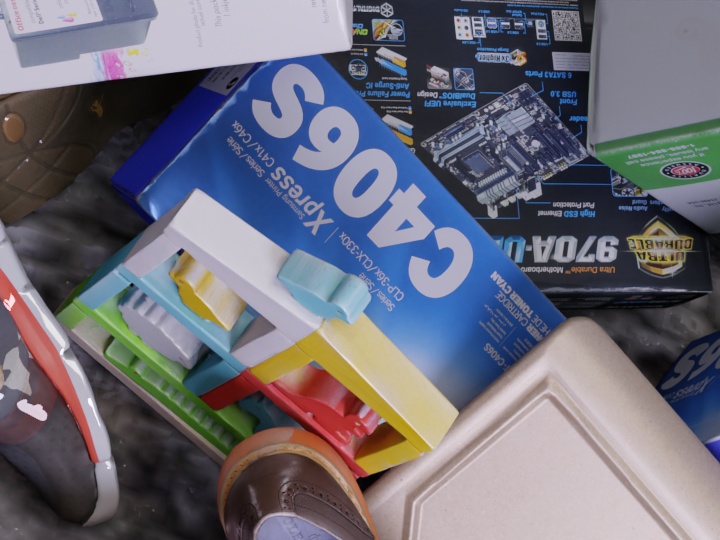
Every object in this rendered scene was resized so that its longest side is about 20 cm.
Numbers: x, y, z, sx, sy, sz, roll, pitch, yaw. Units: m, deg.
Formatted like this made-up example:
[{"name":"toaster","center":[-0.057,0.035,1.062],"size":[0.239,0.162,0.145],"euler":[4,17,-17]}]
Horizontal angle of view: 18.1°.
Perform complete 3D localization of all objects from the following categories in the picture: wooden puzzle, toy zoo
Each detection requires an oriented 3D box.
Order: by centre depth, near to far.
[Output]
[{"name":"toy zoo","center":[-0.042,0.033,0.885],"size":[0.131,0.200,0.021],"euler":[41,65,-10]},{"name":"wooden puzzle","center":[0.074,0.147,0.936],"size":[0.200,0.037,0.185],"euler":[-41,98,4]}]

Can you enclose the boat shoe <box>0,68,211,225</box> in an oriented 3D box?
[{"name":"boat shoe","center":[-0.140,-0.079,0.951],"size":[0.200,0.072,0.067],"euler":[-37,60,-22]}]

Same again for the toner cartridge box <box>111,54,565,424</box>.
[{"name":"toner cartridge box","center":[0.000,0.000,0.938],"size":[0.095,0.043,0.200],"euler":[-47,113,-5]}]

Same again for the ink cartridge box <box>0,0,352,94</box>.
[{"name":"ink cartridge box","center":[-0.104,-0.128,0.887],"size":[0.198,0.068,0.117],"euler":[-6,34,5]}]

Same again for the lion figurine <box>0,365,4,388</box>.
[{"name":"lion figurine","center":[-0.179,0.116,0.847],"size":[0.122,0.072,0.201],"euler":[-19,119,-19]}]

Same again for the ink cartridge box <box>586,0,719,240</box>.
[{"name":"ink cartridge box","center":[0.213,-0.066,1.010],"size":[0.200,0.146,0.084],"euler":[28,60,-49]}]

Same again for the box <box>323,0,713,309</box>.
[{"name":"box","center":[0.061,-0.062,1.039],"size":[0.198,0.046,0.160],"euler":[-1,79,-24]}]

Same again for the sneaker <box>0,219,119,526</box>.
[{"name":"sneaker","center":[-0.163,0.027,0.890],"size":[0.082,0.077,0.201],"euler":[-30,116,-10]}]

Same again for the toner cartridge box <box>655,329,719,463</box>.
[{"name":"toner cartridge box","center":[0.182,0.056,0.978],"size":[0.043,0.200,0.095],"euler":[43,64,-7]}]

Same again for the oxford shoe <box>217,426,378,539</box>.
[{"name":"oxford shoe","center":[0.005,0.159,0.875],"size":[0.071,0.073,0.201],"euler":[-33,106,6]}]
